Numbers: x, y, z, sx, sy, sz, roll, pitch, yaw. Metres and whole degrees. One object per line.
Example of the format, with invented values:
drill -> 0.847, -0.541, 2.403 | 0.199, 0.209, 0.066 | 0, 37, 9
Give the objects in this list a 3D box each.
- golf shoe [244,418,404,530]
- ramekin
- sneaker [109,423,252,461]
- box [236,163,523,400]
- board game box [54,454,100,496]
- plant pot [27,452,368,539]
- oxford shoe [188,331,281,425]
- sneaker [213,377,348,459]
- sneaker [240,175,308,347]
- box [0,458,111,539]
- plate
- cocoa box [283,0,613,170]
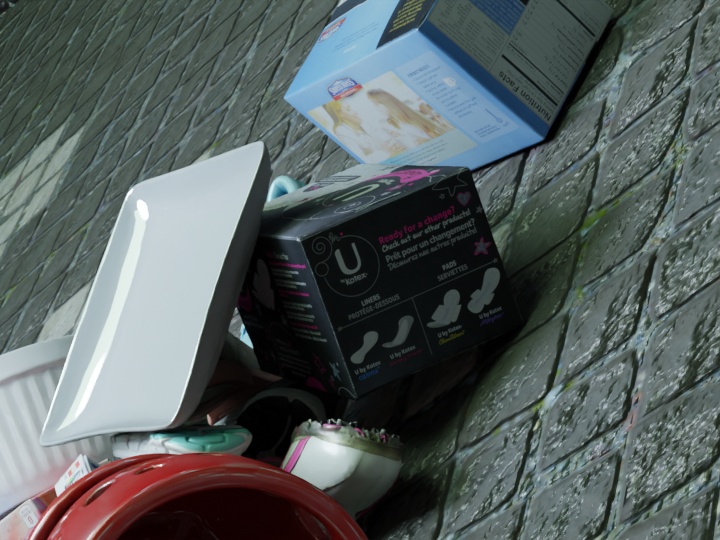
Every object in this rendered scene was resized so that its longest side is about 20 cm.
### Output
golf shoe -> -0.028, 0.152, 1.586 | 0.200, 0.072, 0.092 | 142, 141, -61
ramekin -> -0.242, 0.140, 1.923 | 0.200, 0.200, 0.105 | -38, 66, 35
sneaker -> -0.119, 0.147, 1.633 | 0.200, 0.077, 0.092 | 172, 94, -77
box -> 0.000, 0.000, 1.662 | 0.132, 0.115, 0.200 | -24, 12, -17
board game box -> -0.136, 0.198, 1.652 | 0.035, 0.126, 0.200 | -49, 18, 2
plant pot -> -0.101, 0.198, 1.449 | 0.201, 0.200, 0.182 | -53, 18, -8
oxford shoe -> -0.098, 0.066, 1.784 | 0.071, 0.074, 0.200 | -30, -14, 7
sneaker -> -0.077, 0.130, 1.755 | 0.200, 0.074, 0.079 | -35, 4, 40
sneaker -> -0.073, 0.005, 1.947 | 0.074, 0.082, 0.200 | -38, 22, 37
box -> -0.243, 0.237, 1.831 | 0.200, 0.103, 0.095 | -37, -6, 35
plate -> -0.129, 0.023, 1.651 | 0.199, 0.032, 0.201 | -15, 54, 57
cocoa box -> 0.063, -0.160, 1.858 | 0.200, 0.133, 0.131 | -21, 35, 57
